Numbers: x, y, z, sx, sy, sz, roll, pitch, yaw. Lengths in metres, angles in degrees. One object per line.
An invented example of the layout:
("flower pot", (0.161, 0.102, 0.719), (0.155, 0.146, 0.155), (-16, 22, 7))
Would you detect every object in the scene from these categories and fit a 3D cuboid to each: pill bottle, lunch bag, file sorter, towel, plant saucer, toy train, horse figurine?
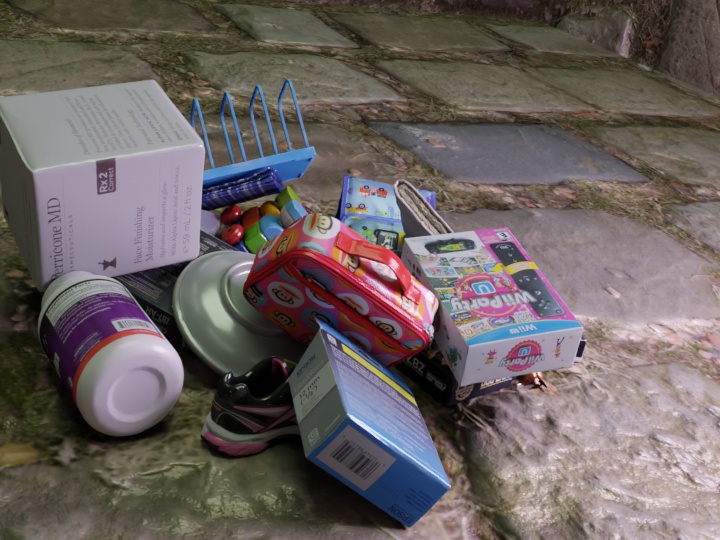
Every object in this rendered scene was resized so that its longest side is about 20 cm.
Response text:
("pill bottle", (-0.274, 0.079, 1.045), (0.111, 0.114, 0.200), (-7, 29, -33))
("lunch bag", (-0.013, 0.025, 1.083), (0.199, 0.175, 0.083), (35, 52, -21))
("file sorter", (-0.182, -0.185, 1.411), (0.197, 0.125, 0.139), (-14, -4, -14))
("towel", (0.113, -0.025, 1.360), (0.034, 0.133, 0.201), (-34, 64, -9))
("plant saucer", (-0.121, 0.044, 1.160), (0.198, 0.050, 0.202), (21, 42, -20))
("toy train", (-0.135, -0.080, 1.413), (0.115, 0.085, 0.201), (-35, 27, 8))
("lunch bag", (0.034, -0.042, 1.487), (0.148, 0.095, 0.201), (10, 37, -5))
("horse figurine", (0.134, 0.072, 1.192), (0.130, 0.051, 0.201), (-1, 32, -17))
("towel", (-0.209, -0.106, 1.406), (0.197, 0.024, 0.145), (-14, -2, 0))

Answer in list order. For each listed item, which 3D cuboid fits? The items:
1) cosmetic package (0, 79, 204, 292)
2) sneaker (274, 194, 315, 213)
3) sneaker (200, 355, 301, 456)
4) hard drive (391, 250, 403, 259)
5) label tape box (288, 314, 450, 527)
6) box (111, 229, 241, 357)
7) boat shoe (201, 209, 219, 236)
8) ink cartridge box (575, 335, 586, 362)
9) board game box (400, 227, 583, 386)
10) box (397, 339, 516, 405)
("cosmetic package", (-0.306, -0.104, 1.149), (0.198, 0.167, 0.165), (-14, 43, -29))
("sneaker", (-0.099, -0.064, 1.475), (0.080, 0.075, 0.200), (37, 1, -23))
("sneaker", (-0.073, 0.131, 1.047), (0.198, 0.088, 0.080), (-14, 36, -44))
("hard drive", (0.000, 0.000, 1.322), (0.197, 0.039, 0.140), (-1, -7, -12))
("label tape box", (0.000, 0.146, 1.000), (0.143, 0.066, 0.200), (38, 11, -25))
("box", (-0.233, 0.006, 1.219), (0.198, 0.044, 0.161), (28, 39, 8))
("boat shoe", (-0.256, -0.023, 1.337), (0.068, 0.057, 0.200), (28, 31, 13))
("ink cartridge box", (0.240, 0.059, 1.387), (0.098, 0.040, 0.201), (4, 25, -12))
("board game box", (0.147, 0.036, 1.148), (0.145, 0.065, 0.201), (-7, 40, -18))
("box", (0.106, 0.087, 1.261), (0.160, 0.050, 0.199), (-12, 34, -38))
